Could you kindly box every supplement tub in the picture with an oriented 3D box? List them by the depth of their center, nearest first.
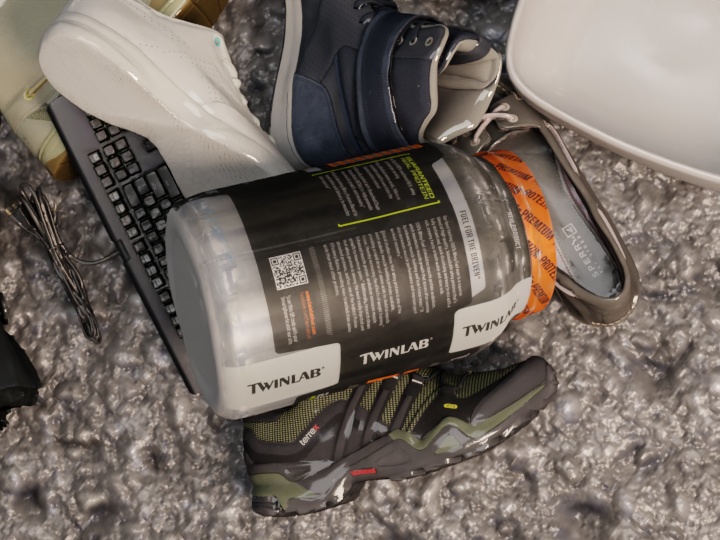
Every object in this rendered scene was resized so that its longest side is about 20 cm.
[{"bbox_3d":[0.000,0.000,0.715,0.197,0.123,0.124,-14,77,-17],"label":"supplement tub"}]

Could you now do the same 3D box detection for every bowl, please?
[{"bbox_3d":[0.201,-0.153,0.788,0.198,0.075,0.202,25,83,10],"label":"bowl"}]

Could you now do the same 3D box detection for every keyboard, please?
[{"bbox_3d":[-0.139,-0.016,0.799,0.126,0.021,0.202,-26,96,1],"label":"keyboard"}]

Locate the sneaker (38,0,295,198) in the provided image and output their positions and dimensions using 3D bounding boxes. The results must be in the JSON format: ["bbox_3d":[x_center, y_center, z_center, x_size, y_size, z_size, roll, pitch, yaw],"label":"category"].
[{"bbox_3d":[-0.090,-0.099,0.770,0.200,0.075,0.089,42,47,-21],"label":"sneaker"}]

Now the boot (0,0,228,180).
[{"bbox_3d":[-0.182,-0.181,0.837,0.154,0.072,0.200,41,91,8],"label":"boot"}]

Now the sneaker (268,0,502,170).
[{"bbox_3d":[0.019,-0.163,0.782,0.145,0.076,0.206,0,86,42],"label":"sneaker"}]

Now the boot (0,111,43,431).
[{"bbox_3d":[-0.233,0.000,0.761,0.076,0.200,0.170,-15,74,-29],"label":"boot"}]

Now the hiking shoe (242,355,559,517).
[{"bbox_3d":[0.016,0.075,0.767,0.198,0.076,0.102,-20,81,4],"label":"hiking shoe"}]

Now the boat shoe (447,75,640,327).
[{"bbox_3d":[0.105,-0.055,0.790,0.066,0.057,0.201,-34,78,0],"label":"boat shoe"}]
